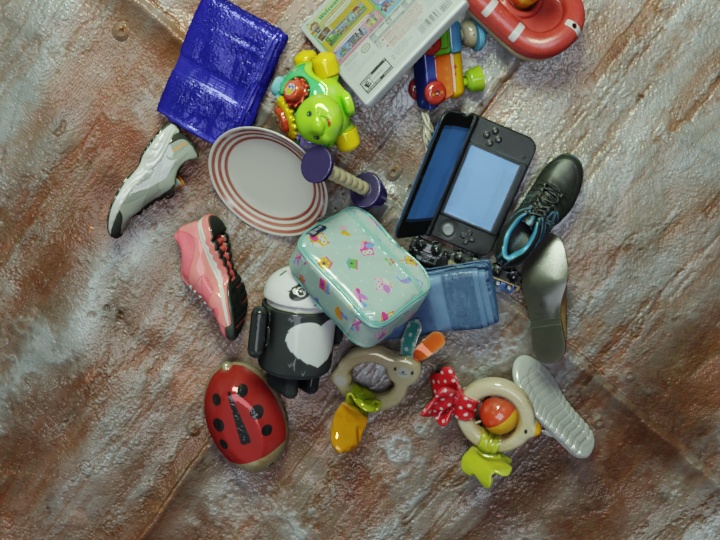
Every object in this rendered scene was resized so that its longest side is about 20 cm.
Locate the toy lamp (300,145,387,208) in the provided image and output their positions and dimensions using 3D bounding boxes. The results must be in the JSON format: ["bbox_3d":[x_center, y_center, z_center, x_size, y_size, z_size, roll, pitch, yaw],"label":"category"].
[{"bbox_3d":[-0.018,-0.132,1.262,0.057,0.199,0.060,-6,77,28],"label":"toy lamp"}]

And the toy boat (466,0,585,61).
[{"bbox_3d":[0.236,-0.396,1.207,0.199,0.131,0.132,38,78,-9],"label":"toy boat"}]

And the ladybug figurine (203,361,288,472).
[{"bbox_3d":[-0.193,0.247,1.413,0.133,0.072,0.204,-20,103,5],"label":"ladybug figurine"}]

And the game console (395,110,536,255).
[{"bbox_3d":[0.160,-0.124,1.289,0.167,0.119,0.203,21,109,-5],"label":"game console"}]

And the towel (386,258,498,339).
[{"bbox_3d":[0.117,0.048,1.360,0.195,0.049,0.114,-9,115,12],"label":"towel"}]

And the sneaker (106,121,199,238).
[{"bbox_3d":[-0.325,-0.127,1.320,0.079,0.074,0.201,35,102,-14],"label":"sneaker"}]

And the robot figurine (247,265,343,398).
[{"bbox_3d":[-0.099,0.094,1.346,0.122,0.150,0.205,9,103,10],"label":"robot figurine"}]

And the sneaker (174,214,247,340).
[{"bbox_3d":[-0.241,0.015,1.366,0.085,0.074,0.205,-10,101,17],"label":"sneaker"}]

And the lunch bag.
[{"bbox_3d":[0.000,0.000,1.279,0.200,0.159,0.078,47,144,15],"label":"lunch bag"}]

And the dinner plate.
[{"bbox_3d":[-0.138,-0.137,1.299,0.196,0.024,0.203,15,136,14],"label":"dinner plate"}]

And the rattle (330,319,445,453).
[{"bbox_3d":[0.037,0.179,1.342,0.197,0.143,0.132,-25,99,27],"label":"rattle"}]

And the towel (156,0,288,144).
[{"bbox_3d":[-0.209,-0.295,1.287,0.145,0.050,0.203,25,103,-7],"label":"towel"}]

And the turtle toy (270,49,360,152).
[{"bbox_3d":[-0.067,-0.231,1.231,0.099,0.200,0.149,-25,113,-16],"label":"turtle toy"}]

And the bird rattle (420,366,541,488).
[{"bbox_3d":[0.203,0.234,1.393,0.161,0.113,0.203,-28,93,24],"label":"bird rattle"}]

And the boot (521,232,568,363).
[{"bbox_3d":[0.302,0.044,1.372,0.072,0.075,0.205,-2,88,24],"label":"boot"}]

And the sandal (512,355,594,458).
[{"bbox_3d":[0.308,0.234,1.418,0.204,0.082,0.050,52,142,-5],"label":"sandal"}]

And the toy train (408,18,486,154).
[{"bbox_3d":[0.137,-0.274,1.285,0.113,0.085,0.205,-13,109,-14],"label":"toy train"}]

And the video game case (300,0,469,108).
[{"bbox_3d":[0.031,-0.364,1.233,0.200,0.022,0.183,-44,64,11],"label":"video game case"}]

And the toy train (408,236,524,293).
[{"bbox_3d":[0.169,-0.005,1.369,0.196,0.034,0.047,19,107,-4],"label":"toy train"}]

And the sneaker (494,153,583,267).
[{"bbox_3d":[0.279,-0.089,1.314,0.072,0.082,0.202,33,96,8],"label":"sneaker"}]
